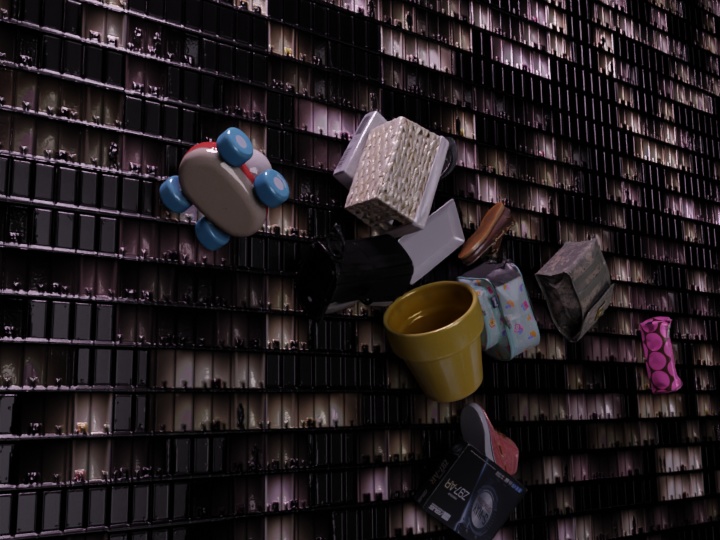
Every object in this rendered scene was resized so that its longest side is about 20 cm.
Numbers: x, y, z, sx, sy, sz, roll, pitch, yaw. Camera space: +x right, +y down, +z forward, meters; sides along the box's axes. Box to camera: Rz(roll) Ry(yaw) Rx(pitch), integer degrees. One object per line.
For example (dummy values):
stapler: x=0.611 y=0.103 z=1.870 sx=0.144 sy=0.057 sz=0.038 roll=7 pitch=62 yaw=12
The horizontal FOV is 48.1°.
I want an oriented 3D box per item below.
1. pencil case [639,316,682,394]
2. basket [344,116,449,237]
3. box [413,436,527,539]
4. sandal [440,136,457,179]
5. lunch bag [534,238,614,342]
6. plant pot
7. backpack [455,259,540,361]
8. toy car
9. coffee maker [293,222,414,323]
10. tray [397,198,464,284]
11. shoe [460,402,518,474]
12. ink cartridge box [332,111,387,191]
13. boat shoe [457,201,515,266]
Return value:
pencil case: x=0.803 y=0.226 z=2.149 sx=0.090 sy=0.093 sz=0.203 roll=-12 pitch=90 yaw=-37
basket: x=0.069 y=-0.183 z=1.586 sx=0.122 sy=0.135 sz=0.203 roll=27 pitch=70 yaw=-28
box: x=0.229 y=0.461 z=1.667 sx=0.200 sy=0.043 sz=0.161 roll=40 pitch=86 yaw=-25
sandal: x=0.163 y=-0.228 z=1.773 sx=0.200 sy=0.048 sz=0.076 roll=-45 pitch=108 yaw=-32
lunch bag: x=0.534 y=0.052 z=1.965 sx=0.164 sy=0.117 sz=0.202 roll=-38 pitch=110 yaw=-36
plant pot: x=0.162 y=0.153 z=1.629 sx=0.200 sy=0.199 sz=0.191 roll=-37 pitch=120 yaw=-35
backpack: x=0.289 y=0.097 z=1.736 sx=0.152 sy=0.175 sz=0.202 roll=-32 pitch=101 yaw=-19
toy car: x=-0.222 y=-0.172 z=1.429 sx=0.177 sy=0.183 sz=0.201 roll=47 pitch=29 yaw=-19
coffee maker: x=0.000 y=0.000 z=1.522 sx=0.198 sy=0.192 sz=0.136 roll=-10 pitch=71 yaw=-39
tray: x=0.149 y=-0.064 z=1.740 sx=0.199 sy=0.022 sz=0.109 roll=-37 pitch=120 yaw=-36
shoe: x=0.281 y=0.368 z=1.748 sx=0.090 sy=0.071 sz=0.203 roll=-23 pitch=101 yaw=-38
ink cartridge box: x=0.054 y=-0.204 z=1.687 sx=0.200 sy=0.057 sz=0.164 roll=41 pitch=63 yaw=-30
boat shoe: x=0.293 y=-0.072 z=1.830 sx=0.071 sy=0.070 sz=0.200 roll=51 pitch=57 yaw=-13
